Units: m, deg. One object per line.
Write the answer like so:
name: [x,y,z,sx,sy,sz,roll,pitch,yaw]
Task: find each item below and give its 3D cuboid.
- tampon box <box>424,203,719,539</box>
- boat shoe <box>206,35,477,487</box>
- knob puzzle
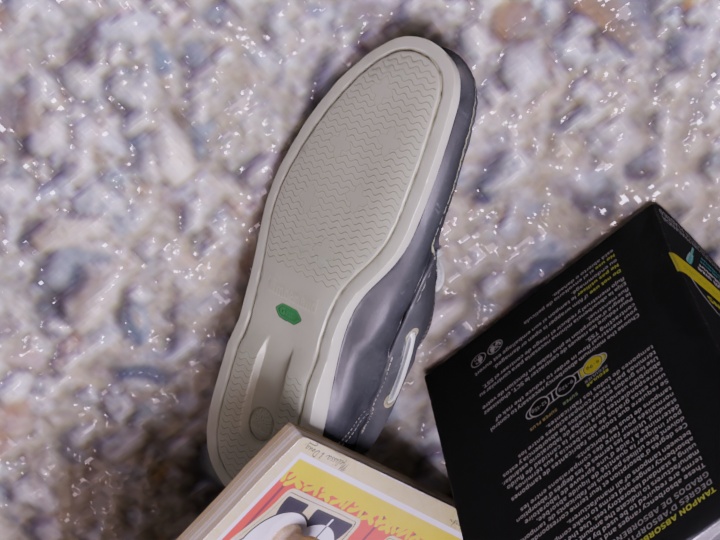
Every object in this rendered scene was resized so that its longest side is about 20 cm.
tampon box: [0.130,0.101,0.752,0.126,0.200,0.150,-39,117,15]
boat shoe: [0.000,0.000,0.771,0.068,0.072,0.201,-2,120,-48]
knob puzzle: [-0.043,0.165,0.797,0.219,0.030,0.220,-27,143,-23]
